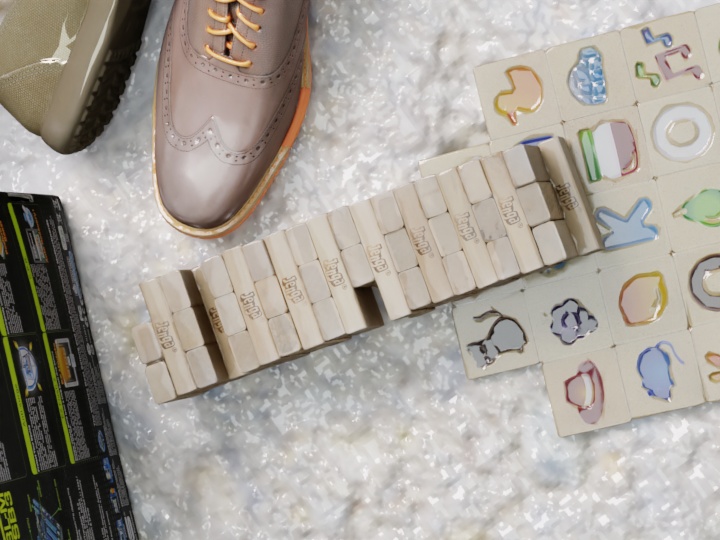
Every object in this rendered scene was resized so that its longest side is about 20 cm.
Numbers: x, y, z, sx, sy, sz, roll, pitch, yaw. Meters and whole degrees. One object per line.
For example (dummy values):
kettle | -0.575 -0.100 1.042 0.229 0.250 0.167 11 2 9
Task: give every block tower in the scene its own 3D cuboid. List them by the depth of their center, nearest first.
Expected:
block tower | 0.000 0.000 1.113 0.200 0.058 0.054 -20 87 12

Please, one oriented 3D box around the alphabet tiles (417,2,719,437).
alphabet tiles | 0.131 -0.023 1.117 0.200 0.006 0.167 -14 88 11

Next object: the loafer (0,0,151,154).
loafer | -0.116 -0.152 1.130 0.067 0.076 0.200 22 95 4

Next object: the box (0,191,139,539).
box | -0.149 0.066 1.079 0.047 0.193 0.200 -14 89 12

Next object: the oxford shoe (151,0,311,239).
oxford shoe | -0.055 -0.112 1.119 0.071 0.073 0.200 14 94 10
